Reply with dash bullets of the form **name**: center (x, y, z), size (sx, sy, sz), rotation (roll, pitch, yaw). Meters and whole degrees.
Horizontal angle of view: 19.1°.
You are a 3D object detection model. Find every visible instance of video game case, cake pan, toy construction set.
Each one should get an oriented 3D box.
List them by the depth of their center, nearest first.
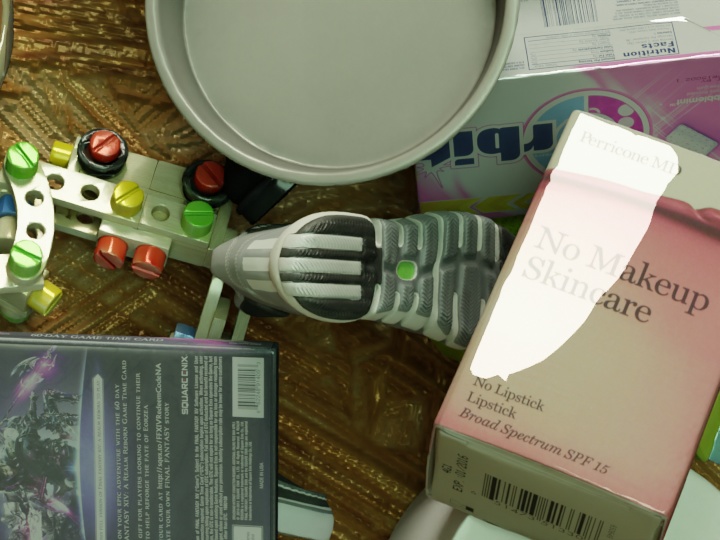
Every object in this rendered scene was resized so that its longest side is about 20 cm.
- **cake pan**: center (-0.014, -0.142, 1.135), size (0.199, 0.037, 0.201), rotation (-1, 84, 8)
- **video game case**: center (-0.144, 0.105, 1.166), size (0.199, 0.019, 0.143), rotation (2, 105, 5)
- **toy construction set**: center (-0.137, -0.005, 1.199), size (0.200, 0.092, 0.131), rotation (25, 57, -17)

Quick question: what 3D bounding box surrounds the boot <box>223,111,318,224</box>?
- **boot**: center (-0.074, -0.142, 1.211), size (0.168, 0.076, 0.200), rotation (37, 55, -9)

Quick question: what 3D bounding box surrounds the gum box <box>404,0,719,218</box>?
- **gum box**: center (0.126, -0.095, 1.206), size (0.199, 0.114, 0.066), rotation (-6, 49, 2)

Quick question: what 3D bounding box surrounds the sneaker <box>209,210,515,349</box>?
- **sneaker**: center (0.000, 0.000, 1.184), size (0.200, 0.115, 0.075), rotation (12, 82, -44)

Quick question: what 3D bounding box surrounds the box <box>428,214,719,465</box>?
- **box**: center (0.152, 0.025, 1.236), size (0.200, 0.048, 0.122), rotation (22, 80, 23)

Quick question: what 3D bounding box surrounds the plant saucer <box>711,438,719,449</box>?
- **plant saucer**: center (0.200, 0.013, 1.271), size (0.200, 0.039, 0.202), rotation (-5, 72, 16)

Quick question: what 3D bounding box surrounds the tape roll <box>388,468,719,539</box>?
- **tape roll**: center (0.118, 0.198, 1.217), size (0.202, 0.139, 0.204), rotation (1, 86, -13)

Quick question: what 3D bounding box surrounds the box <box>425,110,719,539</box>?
- **box**: center (0.129, 0.039, 1.119), size (0.127, 0.109, 0.200), rotation (21, 66, 9)

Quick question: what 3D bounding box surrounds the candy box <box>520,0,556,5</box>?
- **candy box**: center (0.125, -0.164, 1.221), size (0.200, 0.115, 0.055), rotation (28, 38, -33)

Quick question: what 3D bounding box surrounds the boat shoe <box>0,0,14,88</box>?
- **boat shoe**: center (-0.245, -0.100, 1.160), size (0.074, 0.075, 0.201), rotation (38, 50, -44)

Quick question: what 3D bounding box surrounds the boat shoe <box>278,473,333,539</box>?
- **boat shoe**: center (-0.105, 0.102, 1.211), size (0.199, 0.069, 0.057), rotation (19, 83, -8)
